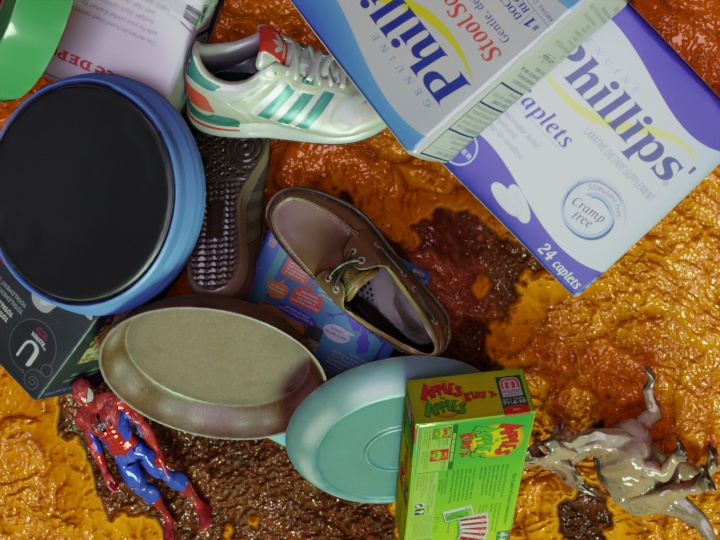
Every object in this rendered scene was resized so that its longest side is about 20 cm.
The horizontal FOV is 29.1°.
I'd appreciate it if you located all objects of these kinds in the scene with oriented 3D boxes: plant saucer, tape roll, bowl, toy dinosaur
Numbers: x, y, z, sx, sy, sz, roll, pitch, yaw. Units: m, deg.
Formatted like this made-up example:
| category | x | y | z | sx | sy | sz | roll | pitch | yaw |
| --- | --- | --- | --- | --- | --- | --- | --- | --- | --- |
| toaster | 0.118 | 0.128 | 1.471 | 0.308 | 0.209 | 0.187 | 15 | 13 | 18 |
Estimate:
| category | x | y | z | sx | sy | sz | roll | pitch | yaw |
| --- | --- | --- | --- | --- | --- | --- | --- | --- | --- |
| plant saucer | 0.033 | 0.150 | 1.225 | 0.198 | 0.028 | 0.201 | -6 | 137 | -6 |
| tape roll | -0.298 | -0.245 | 1.164 | 0.048 | 0.200 | 0.202 | 12 | 107 | -35 |
| bowl | -0.225 | -0.064 | 1.149 | 0.198 | 0.039 | 0.203 | 0 | 91 | 20 |
| plant saucer | -0.125 | 0.080 | 1.195 | 0.198 | 0.035 | 0.201 | 5 | 141 | 4 |
| toy dinosaur | 0.239 | 0.181 | 1.242 | 0.135 | 0.086 | 0.200 | -34 | 112 | 23 |

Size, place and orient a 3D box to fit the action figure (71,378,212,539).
| category | x | y | z | sx | sy | sz | roll | pitch | yaw |
| --- | --- | --- | --- | --- | --- | --- | --- | --- | --- |
| action figure | -0.207 | 0.173 | 1.274 | 0.065 | 0.052 | 0.201 | -22 | 120 | 16 |

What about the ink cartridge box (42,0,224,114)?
| category | x | y | z | sx | sy | sz | roll | pitch | yaw |
| --- | --- | --- | --- | --- | --- | --- | --- | --- | --- |
| ink cartridge box | -0.194 | -0.250 | 1.199 | 0.145 | 0.086 | 0.202 | 23 | 105 | 2 |

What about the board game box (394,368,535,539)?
| category | x | y | z | sx | sy | sz | roll | pitch | yaw |
| --- | --- | --- | --- | --- | --- | --- | --- | --- | --- |
| board game box | 0.087 | 0.170 | 1.203 | 0.100 | 0.048 | 0.201 | -6 | 138 | -8 |

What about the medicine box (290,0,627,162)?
| category | x | y | z | sx | sy | sz | roll | pitch | yaw |
| --- | --- | --- | --- | --- | --- | --- | --- | --- | --- |
| medicine box | 0.072 | -0.217 | 1.076 | 0.200 | 0.103 | 0.183 | -40 | 79 | 14 |

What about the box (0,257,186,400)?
| category | x | y | z | sx | sy | sz | roll | pitch | yaw |
| --- | --- | --- | --- | --- | --- | --- | --- | --- | --- |
| box | -0.246 | 0.000 | 1.236 | 0.122 | 0.106 | 0.200 | 43 | 104 | 14 |

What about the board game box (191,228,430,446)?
| category | x | y | z | sx | sy | sz | roll | pitch | yaw |
| --- | --- | --- | --- | --- | --- | --- | --- | --- | --- |
| board game box | -0.046 | 0.060 | 1.267 | 0.151 | 0.045 | 0.201 | 27 | 103 | 1 |

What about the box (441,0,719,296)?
| category | x | y | z | sx | sy | sz | roll | pitch | yaw |
| --- | --- | --- | --- | --- | --- | --- | --- | --- | --- |
| box | 0.187 | -0.118 | 1.168 | 0.184 | 0.105 | 0.200 | 44 | 103 | -4 |

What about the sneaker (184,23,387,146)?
| category | x | y | z | sx | sy | sz | roll | pitch | yaw |
| --- | --- | --- | --- | --- | --- | --- | --- | --- | --- |
| sneaker | -0.055 | -0.162 | 1.180 | 0.197 | 0.094 | 0.071 | 0 | 57 | 0 |

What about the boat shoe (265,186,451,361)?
| category | x | y | z | sx | sy | sz | roll | pitch | yaw |
| --- | --- | --- | --- | --- | --- | --- | --- | --- | --- |
| boat shoe | 0.000 | 0.000 | 1.191 | 0.199 | 0.068 | 0.072 | 38 | 102 | -1 |

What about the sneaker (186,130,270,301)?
| category | x | y | z | sx | sy | sz | roll | pitch | yaw |
| --- | --- | --- | --- | --- | --- | --- | --- | --- | --- |
| sneaker | -0.117 | -0.053 | 1.220 | 0.070 | 0.076 | 0.202 | 5 | 63 | 8 |
